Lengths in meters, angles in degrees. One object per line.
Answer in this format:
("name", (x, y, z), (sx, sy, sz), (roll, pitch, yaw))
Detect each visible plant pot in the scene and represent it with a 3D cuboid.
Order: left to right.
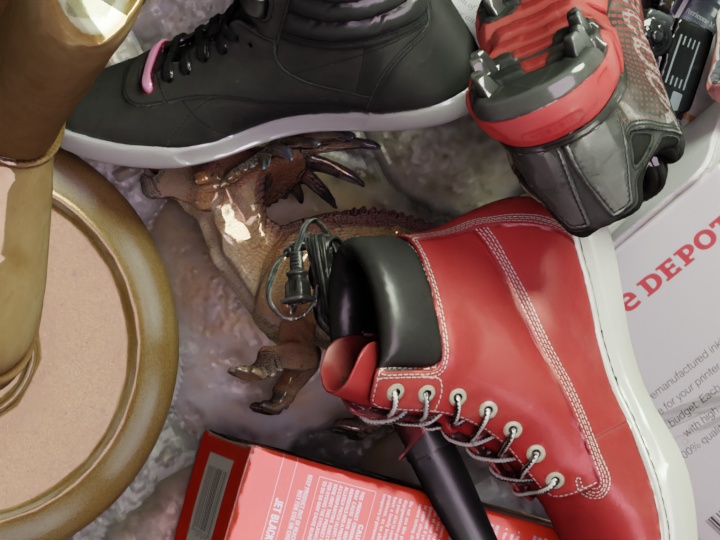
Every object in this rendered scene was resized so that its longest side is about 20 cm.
("plant pot", (-0.176, 0.034, 1.253), (0.199, 0.027, 0.201), (0, 91, -14))

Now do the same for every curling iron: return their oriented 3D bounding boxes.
("curling iron", (0.019, 0.070, 1.204), (0.050, 0.026, 0.200), (-35, 98, -45))

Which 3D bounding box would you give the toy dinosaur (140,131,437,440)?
("toy dinosaur", (0.000, 0.000, 1.271), (0.200, 0.086, 0.136), (17, 76, -22))

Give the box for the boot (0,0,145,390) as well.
("boot", (-0.135, -0.061, 1.143), (0.066, 0.200, 0.176), (6, 68, -20))

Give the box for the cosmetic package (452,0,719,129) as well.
("cosmetic package", (0.127, -0.135, 1.312), (0.200, 0.052, 0.151), (31, 82, -13))

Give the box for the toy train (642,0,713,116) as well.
("toy train", (0.157, -0.154, 1.276), (0.046, 0.034, 0.201), (20, 86, -18))

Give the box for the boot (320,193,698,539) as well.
("boot", (0.056, 0.075, 1.177), (0.144, 0.072, 0.201), (-15, 85, -36))

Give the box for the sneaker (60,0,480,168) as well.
("sneaker", (-0.051, -0.105, 1.217), (0.199, 0.071, 0.099), (-7, 130, 15))

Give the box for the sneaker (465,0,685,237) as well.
("sneaker", (0.092, -0.078, 1.193), (0.071, 0.201, 0.098), (-23, 111, 17))

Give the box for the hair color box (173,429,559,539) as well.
("hair color box", (0.026, 0.127, 1.270), (0.199, 0.101, 0.061), (17, 87, -15))

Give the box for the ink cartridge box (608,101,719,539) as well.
("ink cartridge box", (0.181, 0.041, 1.282), (0.200, 0.084, 0.145), (43, 118, -12))

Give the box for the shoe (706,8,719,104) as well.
("shoe", (0.225, -0.129, 1.262), (0.091, 0.071, 0.200), (37, 63, -15))
